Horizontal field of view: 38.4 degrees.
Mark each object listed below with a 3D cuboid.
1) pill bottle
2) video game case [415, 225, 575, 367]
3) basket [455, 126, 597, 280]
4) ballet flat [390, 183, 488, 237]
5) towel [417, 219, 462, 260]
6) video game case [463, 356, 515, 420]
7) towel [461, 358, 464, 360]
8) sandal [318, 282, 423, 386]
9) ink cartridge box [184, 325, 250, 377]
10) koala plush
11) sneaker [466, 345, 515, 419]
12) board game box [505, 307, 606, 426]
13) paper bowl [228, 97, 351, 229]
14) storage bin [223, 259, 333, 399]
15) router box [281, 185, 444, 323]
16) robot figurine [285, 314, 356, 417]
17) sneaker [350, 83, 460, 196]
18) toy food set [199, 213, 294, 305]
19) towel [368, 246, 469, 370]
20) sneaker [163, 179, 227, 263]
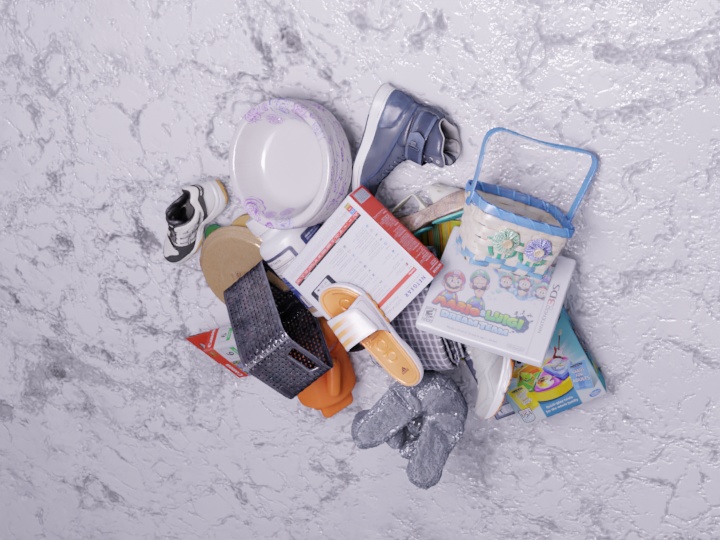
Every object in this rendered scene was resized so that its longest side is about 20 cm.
[{"bbox_3d":[-0.098,-0.029,1.731,0.111,0.111,0.200,-31,105,38],"label":"pill bottle"},{"bbox_3d":[0.207,0.036,1.570,0.199,0.183,0.024,17,155,15],"label":"video game case"},{"bbox_3d":[0.236,-0.096,1.496,0.175,0.139,0.201,12,107,-14],"label":"basket"},{"bbox_3d":[0.107,-0.096,1.612,0.199,0.068,0.068,-24,85,27],"label":"ballet flat"},{"bbox_3d":[0.171,-0.041,1.652,0.199,0.018,0.087,6,125,23],"label":"towel"},{"bbox_3d":[0.250,0.144,1.715,0.142,0.019,0.201,-23,110,17],"label":"video game case"},{"bbox_3d":[0.127,0.101,1.762,0.199,0.018,0.086,19,129,13],"label":"towel"},{"bbox_3d":[0.014,0.104,1.577,0.207,0.059,0.079,45,125,1],"label":"sandal"},{"bbox_3d":[-0.231,0.152,1.939,0.199,0.051,0.109,-15,138,33],"label":"ink cartridge box"},{"bbox_3d":[0.102,0.239,1.779,0.177,0.200,0.184,35,100,0],"label":"koala plush"},{"bbox_3d":[0.199,0.135,1.622,0.091,0.076,0.201,17,109,7],"label":"sneaker"},{"bbox_3d":[0.287,0.140,1.673,0.150,0.047,0.201,-26,110,18],"label":"board game box"},{"bbox_3d":[-0.101,-0.166,1.615,0.200,0.104,0.202,4,98,32],"label":"paper bowl"},{"bbox_3d":[-0.138,0.097,1.714,0.094,0.201,0.135,-37,132,14],"label":"storage bin"},{"bbox_3d":[0.000,0.000,1.600,0.179,0.049,0.200,45,125,1],"label":"router box"},{"bbox_3d":[-0.077,0.165,1.852,0.116,0.144,0.201,-13,116,14],"label":"robot figurine"},{"bbox_3d":[0.069,-0.166,1.576,0.146,0.077,0.203,26,129,12],"label":"sneaker"},{"bbox_3d":[-0.202,-0.001,1.843,0.197,0.049,0.201,-16,114,34],"label":"toy food set"},{"bbox_3d":[0.073,0.066,1.675,0.165,0.086,0.201,-4,113,40],"label":"towel"},{"bbox_3d":[-0.313,-0.086,1.803,0.076,0.087,0.200,54,129,22],"label":"sneaker"}]
